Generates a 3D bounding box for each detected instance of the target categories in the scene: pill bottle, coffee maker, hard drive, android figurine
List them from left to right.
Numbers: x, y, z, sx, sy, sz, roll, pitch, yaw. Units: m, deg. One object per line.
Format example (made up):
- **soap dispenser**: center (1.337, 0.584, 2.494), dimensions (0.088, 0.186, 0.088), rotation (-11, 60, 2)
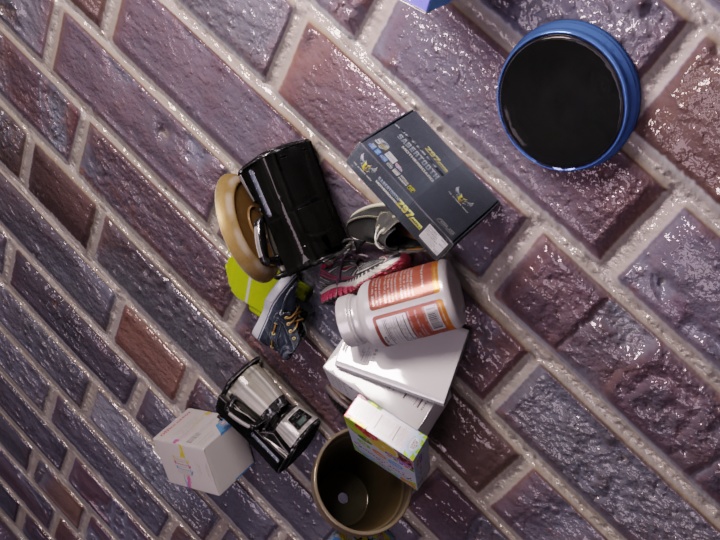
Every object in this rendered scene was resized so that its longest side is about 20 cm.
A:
- **android figurine**: center (-0.182, 0.022, 1.626), dimensions (0.198, 0.041, 0.185), rotation (29, 130, 19)
- **coffee maker**: center (-0.193, 0.309, 1.758), dimensions (0.200, 0.135, 0.193), rotation (42, 156, 11)
- **coffee maker**: center (-0.097, -0.110, 1.409), dimensions (0.189, 0.134, 0.204), rotation (-20, 95, 27)
- **pill bottle**: center (0.064, 0.060, 1.366), dimensions (0.196, 0.112, 0.114), rotation (-16, 107, 18)
- **hard drive**: center (0.070, 0.132, 1.418), dimensions (0.196, 0.134, 0.026), rotation (17, 161, 16)

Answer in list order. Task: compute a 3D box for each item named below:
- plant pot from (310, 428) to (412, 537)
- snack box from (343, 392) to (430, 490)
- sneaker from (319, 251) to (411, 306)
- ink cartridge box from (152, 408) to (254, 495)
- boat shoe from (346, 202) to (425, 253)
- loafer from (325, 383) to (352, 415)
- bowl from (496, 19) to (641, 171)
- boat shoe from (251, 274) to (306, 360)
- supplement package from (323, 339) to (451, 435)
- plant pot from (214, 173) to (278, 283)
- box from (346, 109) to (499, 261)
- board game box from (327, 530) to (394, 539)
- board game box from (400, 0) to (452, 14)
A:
- **plant pot**: center (-0.015, 0.429, 1.646), dimensions (0.200, 0.200, 0.174), rotation (44, 149, 8)
- **snack box**: center (0.049, 0.299, 1.451), dimensions (0.141, 0.053, 0.201), rotation (31, 160, 19)
- **sneaker**: center (0.000, 0.000, 1.452), dimensions (0.197, 0.080, 0.076), rotation (-21, 71, 35)
- **ink cartridge box**: center (-0.367, 0.411, 1.933), dimensions (0.197, 0.128, 0.128), rotation (2, 116, 38)
- **boat shoe**: center (0.048, -0.066, 1.381), dimensions (0.197, 0.067, 0.073), rotation (7, 121, 38)
- **loafer**: center (0.022, 0.262, 1.595), dimensions (0.198, 0.071, 0.073), rotation (29, 158, 21)
- **bowl**: center (0.273, -0.229, 1.131), dimensions (0.197, 0.039, 0.204), rotation (19, 125, 29)
- **boat shoe**: center (-0.133, 0.083, 1.563), dimensions (0.090, 0.071, 0.201), rotation (37, 138, 7)
- **supplement package**: center (0.049, 0.195, 1.472), dimensions (0.198, 0.110, 0.114), rotation (31, 163, 20)
- **plant pot**: center (-0.188, -0.079, 1.477), dimensions (0.027, 0.200, 0.203), rotation (-20, 103, 20)
- **box**: center (0.095, -0.130, 1.244), dimensions (0.201, 0.157, 0.051), rotation (49, 133, 5)
- **board game box**: center (-0.035, 0.599, 1.732), dimensions (0.103, 0.199, 0.105), rotation (43, 132, 7)
- **board game box**: center (0.109, -0.449, 1.049), dimensions (0.096, 0.159, 0.203), rotation (32, 130, 19)
